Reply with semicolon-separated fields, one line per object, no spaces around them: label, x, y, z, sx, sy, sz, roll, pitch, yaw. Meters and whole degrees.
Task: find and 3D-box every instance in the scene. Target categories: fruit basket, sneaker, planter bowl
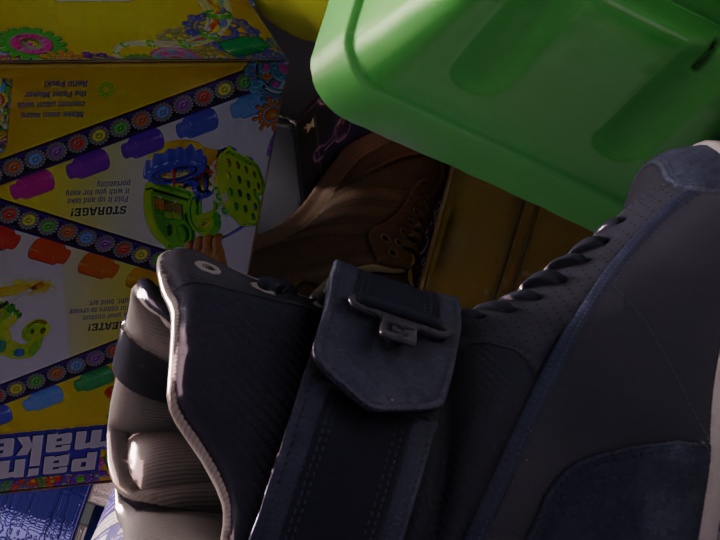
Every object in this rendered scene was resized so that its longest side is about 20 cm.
fruit basket;0.051;-0.118;0.606;0.216;0.155;0.216;-56;20;32
sneaker;0.024;0.016;0.403;0.202;0.146;0.077;-70;-7;-56
sneaker;0.000;0.000;0.802;0.200;0.075;0.071;-41;-34;-45
planter bowl;0.084;-0.055;0.749;0.200;0.083;0.201;14;-90;-88

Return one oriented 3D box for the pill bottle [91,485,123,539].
pill bottle;-0.057;0.112;0.777;0.200;0.112;0.112;-72;-3;-49

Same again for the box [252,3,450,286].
box;-0.015;-0.051;0.909;0.141;0.079;0.200;-45;-32;-33

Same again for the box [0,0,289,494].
box;-0.131;-0.050;0.699;0.200;0.122;0.193;-121;36;-46

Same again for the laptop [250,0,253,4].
laptop;-0.056;-0.038;0.937;0.187;0.116;0.201;62;-153;-58
